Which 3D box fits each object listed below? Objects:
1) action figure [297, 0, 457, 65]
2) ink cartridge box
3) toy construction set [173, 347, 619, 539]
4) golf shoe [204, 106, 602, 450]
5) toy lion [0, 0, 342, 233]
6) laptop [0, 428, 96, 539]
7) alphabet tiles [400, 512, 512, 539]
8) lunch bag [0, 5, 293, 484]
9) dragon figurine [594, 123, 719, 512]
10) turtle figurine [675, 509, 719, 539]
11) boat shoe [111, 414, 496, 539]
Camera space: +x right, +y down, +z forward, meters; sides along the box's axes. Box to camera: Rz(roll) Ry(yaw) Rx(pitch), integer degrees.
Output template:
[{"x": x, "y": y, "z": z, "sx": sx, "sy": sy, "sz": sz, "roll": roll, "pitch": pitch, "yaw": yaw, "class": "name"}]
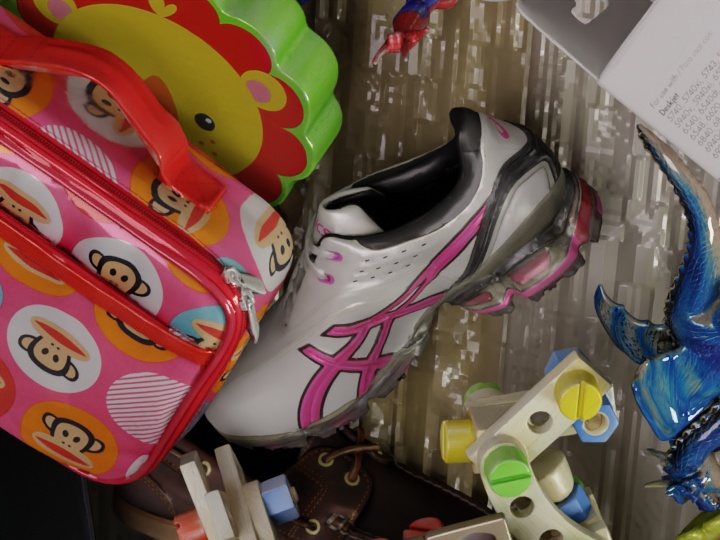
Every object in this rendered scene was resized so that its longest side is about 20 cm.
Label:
[{"x": -0.032, "y": -0.123, "z": 1.130, "sx": 0.200, "sy": 0.099, "sz": 0.065, "roll": -6, "pitch": 107, "yaw": 20, "class": "action figure"}, {"x": 0.168, "y": -0.075, "z": 1.056, "sx": 0.200, "sy": 0.116, "sz": 0.068, "roll": 39, "pitch": 116, "yaw": 4, "class": "ink cartridge box"}, {"x": 0.022, "y": 0.110, "z": 1.126, "sx": 0.200, "sy": 0.092, "sz": 0.131, "roll": -14, "pitch": 118, "yaw": 15, "class": "toy construction set"}, {"x": 0.000, "y": 0.000, "z": 1.155, "sx": 0.200, "sy": 0.073, "sz": 0.092, "roll": -36, "pitch": 125, "yaw": 21, "class": "golf shoe"}, {"x": -0.102, "y": -0.076, "z": 1.139, "sx": 0.200, "sy": 0.069, "sz": 0.192, "roll": 19, "pitch": 142, "yaw": 17, "class": "toy lion"}, {"x": -0.137, "y": 0.160, "z": 1.282, "sx": 0.200, "sy": 0.116, "sz": 0.187, "roll": 39, "pitch": 142, "yaw": -26, "class": "laptop"}, {"x": 0.037, "y": 0.196, "z": 1.118, "sx": 0.166, "sy": 0.006, "sz": 0.200, "roll": -15, "pitch": 114, "yaw": 6, "class": "alphabet tiles"}, {"x": -0.129, "y": -0.021, "z": 1.114, "sx": 0.200, "sy": 0.082, "sz": 0.176, "roll": 35, "pitch": 134, "yaw": -1, "class": "lunch bag"}, {"x": 0.130, "y": 0.029, "z": 1.087, "sx": 0.099, "sy": 0.059, "sz": 0.200, "roll": -29, "pitch": 139, "yaw": 15, "class": "dragon figurine"}, {"x": 0.211, "y": 0.163, "z": 1.147, "sx": 0.200, "sy": 0.064, "sz": 0.161, "roll": -25, "pitch": 89, "yaw": 48, "class": "turtle figurine"}, {"x": -0.023, "y": 0.099, "z": 1.214, "sx": 0.200, "sy": 0.070, "sz": 0.070, "roll": 13, "pitch": 116, "yaw": 16, "class": "boat shoe"}]
